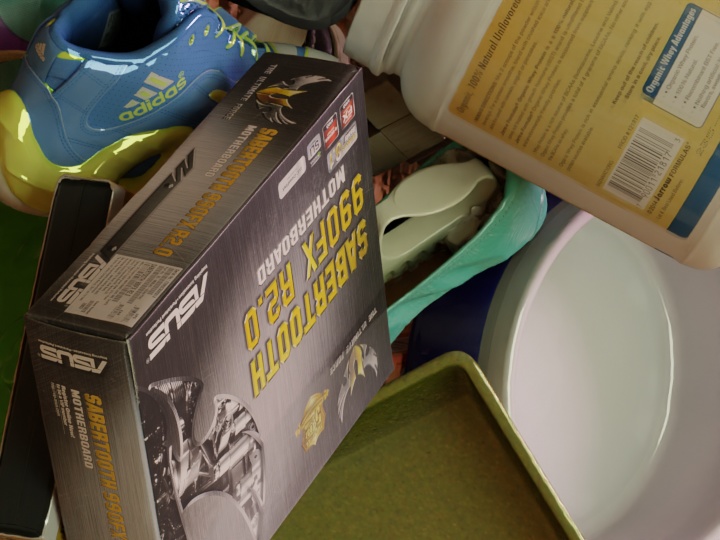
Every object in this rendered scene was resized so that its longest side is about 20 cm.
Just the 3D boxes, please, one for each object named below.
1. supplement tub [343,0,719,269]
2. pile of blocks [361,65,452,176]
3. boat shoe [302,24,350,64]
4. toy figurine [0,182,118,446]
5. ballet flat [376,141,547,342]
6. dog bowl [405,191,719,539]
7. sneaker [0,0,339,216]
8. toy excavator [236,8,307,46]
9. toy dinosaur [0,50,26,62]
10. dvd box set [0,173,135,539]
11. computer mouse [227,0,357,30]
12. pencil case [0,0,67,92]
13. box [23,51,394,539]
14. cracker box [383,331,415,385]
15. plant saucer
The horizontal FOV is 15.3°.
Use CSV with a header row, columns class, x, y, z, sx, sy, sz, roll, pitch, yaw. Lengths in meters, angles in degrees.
class,x,y,z,sx,sy,sz,roll,pitch,yaw
supplement tub,0.107,-0.105,1.212,0.199,0.145,0.145,28,73,2
pile of blocks,0.040,-0.085,1.348,0.200,0.062,0.082,5,64,-57
boat shoe,-0.069,-0.040,1.262,0.065,0.073,0.201,35,72,-42
toy figurine,-0.134,0.080,1.195,0.200,0.150,0.184,-59,138,-24
ballet flat,0.000,0.000,1.259,0.200,0.067,0.070,-37,142,-11
dog bowl,0.120,0.055,1.354,0.200,0.079,0.201,-2,93,-40
sneaker,-0.066,-0.082,1.124,0.200,0.076,0.105,-18,148,-41
toy excavator,-0.030,-0.169,1.253,0.194,0.100,0.201,-12,97,-39
toy dinosaur,-0.233,-0.034,1.132,0.101,0.058,0.200,29,97,-41
dvd box set,-0.085,0.055,1.127,0.200,0.029,0.147,34,65,-64
computer mouse,-0.076,-0.195,1.158,0.200,0.046,0.141,25,73,-29
pencil case,-0.169,-0.159,1.157,0.092,0.085,0.201,-19,108,-17
box,-0.054,0.030,1.075,0.200,0.048,0.159,-51,144,-46
cracker box,0.049,0.131,1.390,0.134,0.058,0.201,-8,100,-39
plant saucer,0.030,0.152,1.280,0.200,0.200,0.048,58,29,-6
